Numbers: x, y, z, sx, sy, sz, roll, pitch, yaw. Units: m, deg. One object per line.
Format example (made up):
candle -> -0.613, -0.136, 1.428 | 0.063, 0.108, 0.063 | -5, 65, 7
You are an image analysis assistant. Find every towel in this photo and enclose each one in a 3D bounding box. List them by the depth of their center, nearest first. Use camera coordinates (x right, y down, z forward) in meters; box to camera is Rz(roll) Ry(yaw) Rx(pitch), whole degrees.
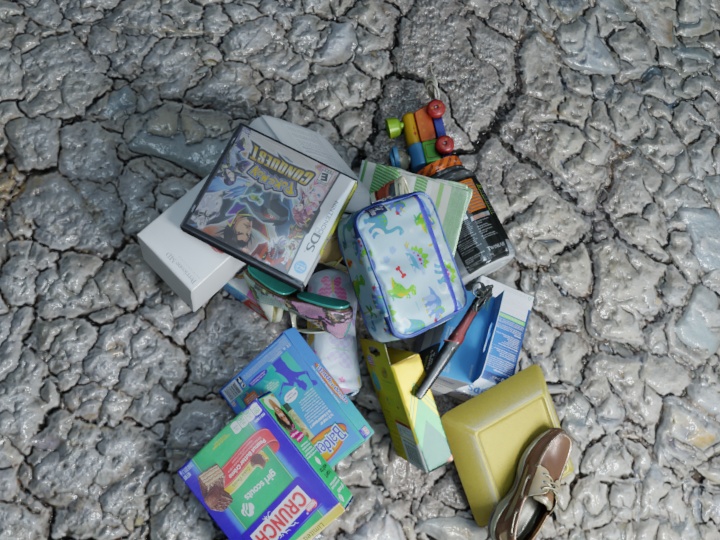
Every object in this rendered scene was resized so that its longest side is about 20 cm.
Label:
towel -> 0.074, -0.090, 1.229 | 0.198, 0.023, 0.155 | 18, 97, 20

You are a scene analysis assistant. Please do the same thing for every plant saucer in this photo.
plant saucer -> 0.246, 0.282, 1.167 | 0.198, 0.048, 0.202 | -24, 101, -18

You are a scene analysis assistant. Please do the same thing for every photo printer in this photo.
photo printer -> -0.079, -0.156, 1.194 | 0.165, 0.070, 0.201 | 8, 37, -49

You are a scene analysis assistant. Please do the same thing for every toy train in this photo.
toy train -> 0.095, -0.272, 1.339 | 0.114, 0.085, 0.203 | -11, 75, -1

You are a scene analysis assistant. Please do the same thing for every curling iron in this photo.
curling iron -> 0.133, 0.098, 1.071 | 0.025, 0.050, 0.201 | 30, 81, 29

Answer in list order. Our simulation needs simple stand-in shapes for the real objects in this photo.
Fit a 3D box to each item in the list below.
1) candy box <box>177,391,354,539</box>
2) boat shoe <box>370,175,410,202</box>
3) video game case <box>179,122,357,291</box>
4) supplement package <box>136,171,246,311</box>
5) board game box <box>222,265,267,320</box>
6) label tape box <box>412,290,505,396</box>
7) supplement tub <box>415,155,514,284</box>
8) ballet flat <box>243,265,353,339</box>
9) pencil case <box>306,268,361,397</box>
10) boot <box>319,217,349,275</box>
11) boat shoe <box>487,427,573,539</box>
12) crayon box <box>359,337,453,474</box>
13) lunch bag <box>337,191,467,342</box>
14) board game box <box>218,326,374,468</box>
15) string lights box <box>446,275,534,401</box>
candy box -> -0.136, 0.308, 1.063 | 0.169, 0.077, 0.200 | -42, 84, 10
boat shoe -> 0.083, -0.053, 1.180 | 0.062, 0.071, 0.202 | -29, 76, 17
video game case -> -0.129, -0.094, 1.065 | 0.198, 0.026, 0.182 | 26, 75, 4
supplement package -> -0.222, -0.058, 1.130 | 0.121, 0.120, 0.200 | 44, 70, 4
board game box -> -0.154, -0.042, 1.226 | 0.152, 0.040, 0.201 | 35, 69, 1
label tape box -> 0.143, 0.109, 1.154 | 0.065, 0.200, 0.145 | 22, 69, -7
supplement tub -> 0.170, -0.086, 1.266 | 0.121, 0.123, 0.202 | -21, 78, -17
ballet flat -> -0.103, 0.056, 1.136 | 0.198, 0.069, 0.072 | 20, 108, 21
pencil case -> -0.042, 0.099, 1.183 | 0.090, 0.083, 0.203 | 11, 69, -30
boot -> 0.000, 0.000, 1.139 | 0.156, 0.073, 0.199 | 56, 28, 14
boat shoe -> 0.271, 0.335, 1.114 | 0.075, 0.072, 0.202 | 33, 81, -19
crayon box -> 0.067, 0.193, 1.124 | 0.050, 0.127, 0.203 | -20, 96, -17
lunch bag -> 0.064, -0.009, 1.086 | 0.159, 0.082, 0.203 | -18, 89, -32
board game box -> -0.098, 0.212, 1.112 | 0.152, 0.045, 0.201 | -40, 82, 18
string lights box -> 0.214, 0.123, 1.242 | 0.102, 0.059, 0.202 | 22, 70, -5
